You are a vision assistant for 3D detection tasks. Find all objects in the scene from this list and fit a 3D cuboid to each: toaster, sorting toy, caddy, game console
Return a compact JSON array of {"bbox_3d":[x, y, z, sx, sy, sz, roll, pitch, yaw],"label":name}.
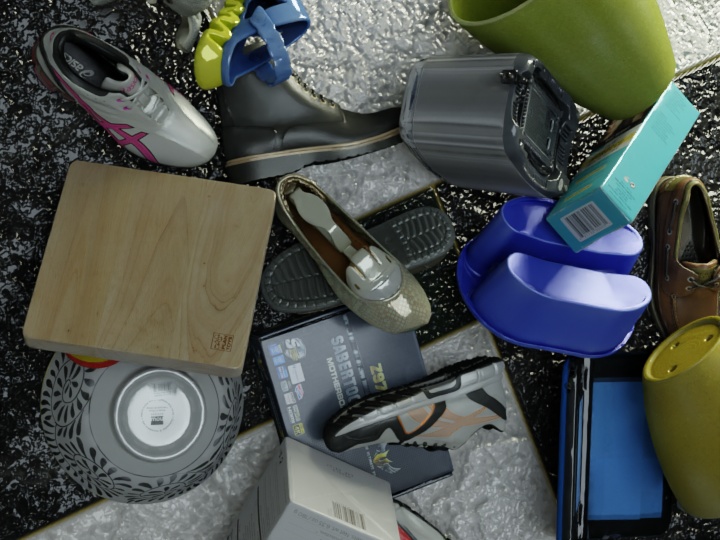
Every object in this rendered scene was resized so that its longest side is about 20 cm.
[{"bbox_3d":[0.123,-0.143,1.641,0.129,0.200,0.114,4,76,27],"label":"toaster"},{"bbox_3d":[-0.192,0.010,1.576,0.198,0.070,0.201,9,56,1],"label":"sorting toy"},{"bbox_3d":[0.196,0.012,1.707,0.199,0.105,0.142,11,52,-17],"label":"caddy"},{"bbox_3d":[0.267,0.187,1.746,0.118,0.171,0.201,2,92,10],"label":"game console"}]

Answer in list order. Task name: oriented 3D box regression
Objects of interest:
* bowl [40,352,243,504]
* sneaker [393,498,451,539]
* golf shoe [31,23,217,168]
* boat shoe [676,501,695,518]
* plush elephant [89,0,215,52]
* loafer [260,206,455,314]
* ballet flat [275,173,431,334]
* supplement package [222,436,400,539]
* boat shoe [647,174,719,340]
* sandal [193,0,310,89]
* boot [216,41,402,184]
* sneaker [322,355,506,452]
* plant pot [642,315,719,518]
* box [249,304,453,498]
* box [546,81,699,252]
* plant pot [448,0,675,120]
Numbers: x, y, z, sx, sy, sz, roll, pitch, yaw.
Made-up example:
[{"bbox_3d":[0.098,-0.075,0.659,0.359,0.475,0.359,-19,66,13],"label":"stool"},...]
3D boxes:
[{"bbox_3d":[-0.198,0.131,1.608,0.200,0.094,0.202,-1,94,-18],"label":"bowl"},{"bbox_3d":[0.077,0.315,1.720,0.200,0.077,0.085,39,87,-5],"label":"sneaker"},{"bbox_3d":[-0.218,-0.159,1.589,0.200,0.092,0.073,32,82,-17],"label":"golf shoe"},{"bbox_3d":[0.424,0.201,1.813,0.200,0.072,0.068,-40,99,-13],"label":"boat shoe"},{"bbox_3d":[-0.189,-0.288,1.548,0.199,0.155,0.165,-8,138,-31],"label":"plush elephant"},{"bbox_3d":[0.000,0.000,1.672,0.199,0.070,0.075,-16,70,1],"label":"loafer"},{"bbox_3d":[-0.014,-0.016,1.608,0.067,0.062,0.200,-45,74,-9],"label":"ballet flat"},{"bbox_3d":[-0.064,0.286,1.608,0.121,0.120,0.200,25,110,-16],"label":"supplement package"},{"bbox_3d":[0.345,0.000,1.780,0.072,0.068,0.201,-15,98,-18],"label":"boat shoe"},{"bbox_3d":[-0.086,-0.243,1.602,0.087,0.080,0.201,16,62,8],"label":"sandal"},{"bbox_3d":[-0.046,-0.171,1.653,0.199,0.077,0.139,-14,92,-17],"label":"boot"},{"bbox_3d":[0.060,0.148,1.647,0.199,0.074,0.080,-16,100,-19],"label":"sneaker"},{"bbox_3d":[0.368,0.132,1.726,0.200,0.200,0.142,-42,103,-11],"label":"plant pot"},{"bbox_3d":[-0.008,0.134,1.689,0.157,0.051,0.201,-18,98,-17],"label":"box"},{"bbox_3d":[0.265,-0.106,1.696,0.049,0.082,0.200,47,47,-11],"label":"box"},{"bbox_3d":[0.221,-0.248,1.689,0.200,0.187,0.187,44,80,-29],"label":"plant pot"}]
